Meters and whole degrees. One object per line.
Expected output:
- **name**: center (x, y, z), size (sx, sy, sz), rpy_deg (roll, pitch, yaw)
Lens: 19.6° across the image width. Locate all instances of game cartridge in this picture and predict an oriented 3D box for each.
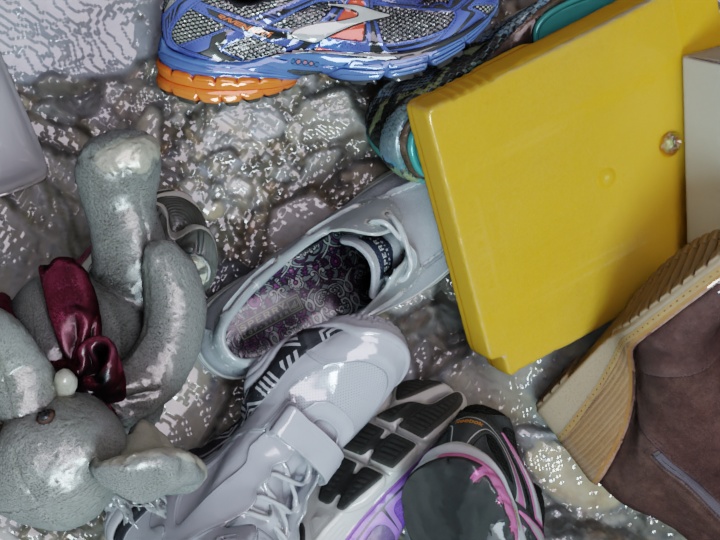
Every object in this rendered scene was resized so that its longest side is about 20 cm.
- **game cartridge**: center (0.131, -0.056, 1.180), size (0.200, 0.032, 0.176), rpy_deg (-26, 119, -21)

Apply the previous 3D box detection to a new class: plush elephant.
- **plush elephant**: center (-0.150, 0.057, 0.995), size (0.165, 0.155, 0.200), rpy_deg (-19, 103, 8)

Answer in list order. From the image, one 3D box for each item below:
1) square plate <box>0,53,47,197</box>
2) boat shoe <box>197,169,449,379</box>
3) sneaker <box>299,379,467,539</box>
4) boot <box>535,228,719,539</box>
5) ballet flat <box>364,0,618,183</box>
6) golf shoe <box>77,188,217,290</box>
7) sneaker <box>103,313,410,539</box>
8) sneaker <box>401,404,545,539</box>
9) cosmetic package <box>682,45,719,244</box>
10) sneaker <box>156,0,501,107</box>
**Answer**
- **square plate**: center (-0.290, -0.108, 1.099), size (0.198, 0.028, 0.200), rpy_deg (-22, 95, -16)
- **boat shoe**: center (-0.001, -0.001, 1.159), size (0.201, 0.072, 0.070), rpy_deg (-33, 98, -14)
- **sneaker**: center (-0.008, 0.146, 1.167), size (0.200, 0.081, 0.083), rpy_deg (-51, 129, -14)
- **boot**: center (0.208, 0.079, 1.164), size (0.166, 0.200, 0.072), rpy_deg (40, 45, 0)
- **ballet flat**: center (0.085, -0.118, 1.187), size (0.200, 0.074, 0.074), rpy_deg (-29, 97, -22)
- **golf shoe**: center (-0.145, 0.042, 1.119), size (0.077, 0.088, 0.200), rpy_deg (38, 102, -16)
- **sneaker**: center (-0.041, 0.117, 1.099), size (0.200, 0.115, 0.075), rpy_deg (-39, 130, 6)
- **sneaker**: center (0.080, 0.161, 1.160), size (0.080, 0.086, 0.200), rpy_deg (6, 127, 18)
- **cosmetic package**: center (0.246, -0.032, 1.194), size (0.103, 0.073, 0.200), rpy_deg (-17, 111, -32)
- **sneaker**: center (-0.016, -0.145, 1.140), size (0.200, 0.075, 0.079), rpy_deg (-12, 117, -14)
